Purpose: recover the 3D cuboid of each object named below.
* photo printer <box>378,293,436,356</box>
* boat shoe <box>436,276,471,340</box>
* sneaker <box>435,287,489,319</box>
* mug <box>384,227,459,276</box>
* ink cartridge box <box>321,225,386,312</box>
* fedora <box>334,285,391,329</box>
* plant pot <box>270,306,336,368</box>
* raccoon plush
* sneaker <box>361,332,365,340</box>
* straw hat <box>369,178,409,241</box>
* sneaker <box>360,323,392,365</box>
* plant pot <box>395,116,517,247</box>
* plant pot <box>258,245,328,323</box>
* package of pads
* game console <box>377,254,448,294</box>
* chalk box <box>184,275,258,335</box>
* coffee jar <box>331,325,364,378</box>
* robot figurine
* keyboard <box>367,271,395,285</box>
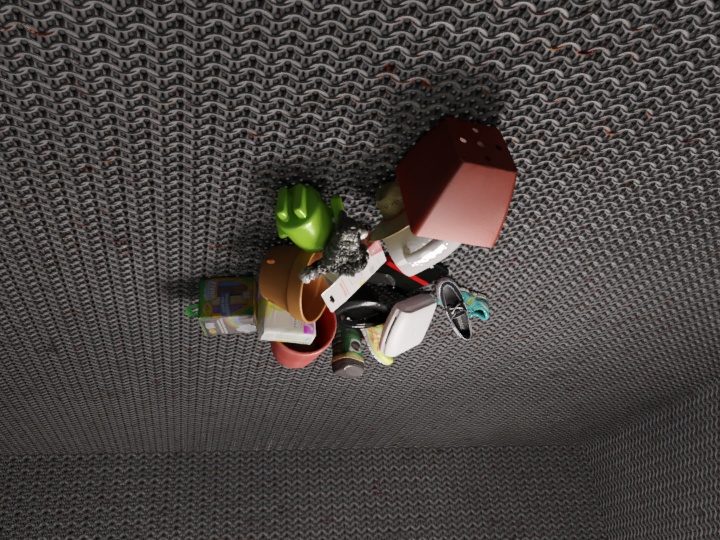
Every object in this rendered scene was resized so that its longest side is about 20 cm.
[{"bbox_3d":[0.136,0.163,1.903,0.199,0.069,0.169,-15,131,-54],"label":"photo printer"},{"bbox_3d":[0.281,0.116,1.888,0.071,0.068,0.203,-22,110,-2],"label":"boat shoe"},{"bbox_3d":[0.319,0.104,1.960,0.197,0.081,0.077,12,147,-26],"label":"sneaker"},{"bbox_3d":[0.156,-0.079,1.492,0.174,0.201,0.149,-28,106,24],"label":"mug"},{"bbox_3d":[-0.034,-0.002,1.615,0.200,0.067,0.117,-45,151,-11],"label":"ink cartridge box"},{"bbox_3d":[0.000,0.099,1.884,0.196,0.093,0.201,-6,155,-3],"label":"fedora"},{"bbox_3d":[-0.177,0.182,1.839,0.196,0.204,0.178,3,150,-14],"label":"plant pot"},{"bbox_3d":[-0.067,-0.041,1.410,0.198,0.097,0.134,-33,142,4],"label":"raccoon plush"},{"bbox_3d":[0.090,0.189,2.074,0.197,0.083,0.088,-20,146,26],"label":"sneaker"},{"bbox_3d":[0.081,-0.156,1.427,0.199,0.202,0.086,-25,107,31],"label":"straw hat"},{"bbox_3d":[0.058,0.197,1.988,0.089,0.202,0.078,-28,177,14],"label":"sneaker"},{"bbox_3d":[0.207,-0.192,1.309,0.196,0.203,0.177,7,139,-21],"label":"plant pot"},{"bbox_3d":[-0.166,0.019,1.624,0.138,0.203,0.201,13,157,19],"label":"plant pot"},{"bbox_3d":[-0.201,0.092,1.726,0.152,0.203,0.068,7,151,-21],"label":"package of pads"},{"bbox_3d":[0.129,0.001,1.803,0.175,0.032,0.199,-29,144,30],"label":"game console"},{"bbox_3d":[-0.389,0.100,1.794,0.196,0.126,0.125,-2,152,-4],"label":"chalk box"},{"bbox_3d":[-0.044,0.233,2.006,0.085,0.203,0.104,-26,145,34],"label":"coffee jar"},{"bbox_3d":[-0.120,-0.115,1.455,0.172,0.118,0.200,-10,152,20],"label":"robot figurine"},{"bbox_3d":[0.000,0.000,1.733,0.196,0.040,0.104,11,164,22],"label":"keyboard"}]
